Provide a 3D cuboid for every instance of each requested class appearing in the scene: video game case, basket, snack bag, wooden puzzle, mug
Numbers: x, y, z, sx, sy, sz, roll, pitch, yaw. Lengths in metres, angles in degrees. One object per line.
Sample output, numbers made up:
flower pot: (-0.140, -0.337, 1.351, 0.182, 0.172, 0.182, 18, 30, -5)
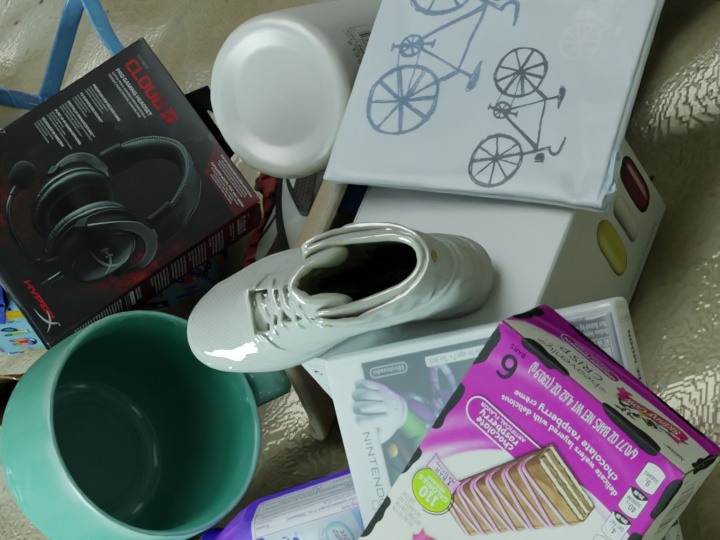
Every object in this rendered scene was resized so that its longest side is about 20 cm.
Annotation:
video game case: (0.084, 0.122, 1.396, 0.200, 0.023, 0.182, -13, 92, 31)
basket: (-0.238, -0.112, 1.957, 0.176, 0.139, 0.200, -120, 44, -54)
snack bag: (0.091, -0.127, 1.508, 0.200, 0.021, 0.189, 7, 66, 26)
wooden puzzle: (0.000, 0.000, 1.606, 0.046, 0.200, 0.185, 15, 66, 15)
mug: (-0.145, 0.116, 1.577, 0.114, 0.185, 0.152, -28, 52, 53)

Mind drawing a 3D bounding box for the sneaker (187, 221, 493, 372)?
sneaker: (-0.034, 0.011, 1.422, 0.200, 0.116, 0.074, -16, 77, 21)

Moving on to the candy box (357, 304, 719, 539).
candy box: (0.091, 0.139, 1.347, 0.136, 0.061, 0.200, 40, 116, 19)

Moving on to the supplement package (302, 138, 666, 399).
supplement package: (0.079, 0.005, 1.520, 0.156, 0.111, 0.200, 8, 64, 33)

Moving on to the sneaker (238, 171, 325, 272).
sneaker: (-0.031, -0.027, 1.732, 0.098, 0.071, 0.201, -27, 40, 32)

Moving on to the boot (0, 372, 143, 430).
boot: (-0.208, 0.092, 1.728, 0.200, 0.155, 0.074, 1, 90, 55)

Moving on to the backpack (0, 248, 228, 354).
backpack: (-0.190, -0.011, 1.808, 0.183, 0.200, 0.135, 112, 158, -77)

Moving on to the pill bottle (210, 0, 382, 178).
pill bottle: (-0.007, -0.136, 1.692, 0.114, 0.114, 0.200, -22, 0, 34)

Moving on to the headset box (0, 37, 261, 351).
headset box: (-0.176, -0.055, 1.686, 0.200, 0.149, 0.077, -34, -9, -9)

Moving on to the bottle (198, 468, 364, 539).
bottle: (-0.043, 0.182, 1.521, 0.200, 0.084, 0.065, -19, 23, 22)
